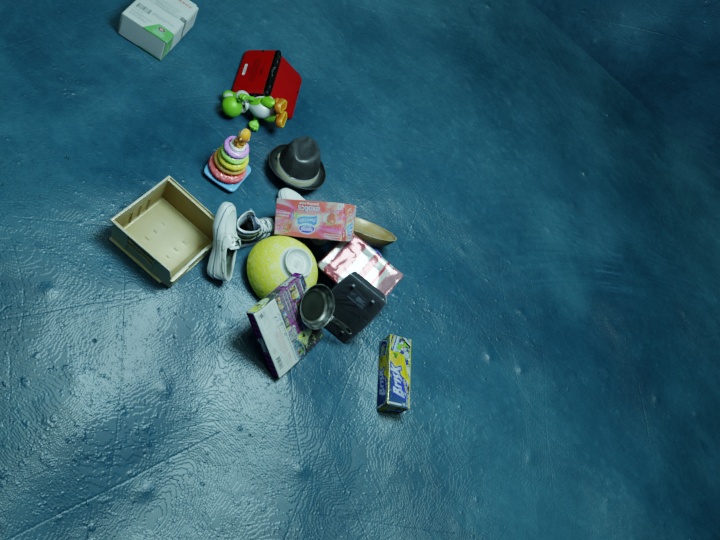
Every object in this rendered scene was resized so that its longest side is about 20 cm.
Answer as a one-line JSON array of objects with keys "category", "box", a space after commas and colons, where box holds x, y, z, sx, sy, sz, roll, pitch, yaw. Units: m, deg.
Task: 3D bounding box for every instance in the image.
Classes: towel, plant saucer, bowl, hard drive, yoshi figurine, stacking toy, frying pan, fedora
[{"category": "towel", "box": [0.000, 0.000, 1.702, 0.200, 0.023, 0.144, 40, 71, 4]}, {"category": "plant saucer", "box": [0.007, -0.112, 1.826, 0.200, 0.036, 0.200, 20, 15, -6]}, {"category": "bowl", "box": [-0.187, -0.008, 1.648, 0.200, 0.108, 0.201, 11, 69, -32]}, {"category": "hard drive", "box": [-0.028, 0.094, 1.652, 0.135, 0.200, 0.042, 39, 37, -5]}, {"category": "yoshi figurine", "box": [-0.324, -0.475, 1.848, 0.199, 0.112, 0.113, 15, 96, 8]}, {"category": "stacking toy", "box": [-0.340, -0.319, 1.699, 0.110, 0.200, 0.116, 35, 54, -8]}, {"category": "frying pan", "box": [-0.086, 0.098, 1.614, 0.190, 0.031, 0.115, 15, 83, -45]}, {"category": "fedora", "box": [-0.171, -0.330, 1.841, 0.200, 0.092, 0.201, 19, 44, -19]}]

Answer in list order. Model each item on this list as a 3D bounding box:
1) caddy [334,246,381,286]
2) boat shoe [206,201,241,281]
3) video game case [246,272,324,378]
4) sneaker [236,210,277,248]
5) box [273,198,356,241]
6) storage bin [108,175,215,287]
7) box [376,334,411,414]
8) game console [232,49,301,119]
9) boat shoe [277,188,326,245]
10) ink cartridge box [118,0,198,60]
[{"category": "caddy", "box": [0.004, 0.017, 1.764, 0.141, 0.105, 0.200, 3, 63, -27]}, {"category": "boat shoe", "box": [-0.332, -0.070, 1.586, 0.067, 0.201, 0.074, 19, 18, 21]}, {"category": "video game case", "box": [-0.183, 0.136, 1.569, 0.181, 0.036, 0.200, -42, 128, -37]}, {"category": "sneaker", "box": [-0.265, -0.121, 1.690, 0.200, 0.108, 0.070, -21, 76, -36]}, {"category": "box", "box": [-0.123, -0.135, 1.688, 0.095, 0.199, 0.103, -6, 103, -70]}, {"category": "storage bin", "box": [-0.481, -0.095, 1.567, 0.198, 0.094, 0.200, 41, 52, -2]}, {"category": "box", "box": [0.091, 0.280, 1.695, 0.070, 0.064, 0.200, 17, 57, -21]}, {"category": "game console", "box": [-0.293, -0.589, 1.988, 0.172, 0.119, 0.200, 3, 57, 8]}, {"category": "boat shoe", "box": [-0.153, -0.167, 1.794, 0.200, 0.067, 0.074, 48, 52, 2]}, {"category": "ink cartridge box", "box": [-0.597, -0.744, 1.863, 0.146, 0.084, 0.200, 32, 53, -10]}]
